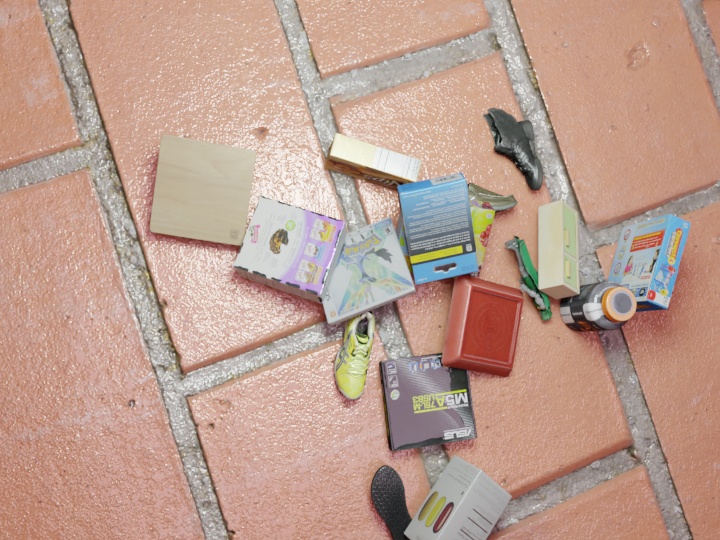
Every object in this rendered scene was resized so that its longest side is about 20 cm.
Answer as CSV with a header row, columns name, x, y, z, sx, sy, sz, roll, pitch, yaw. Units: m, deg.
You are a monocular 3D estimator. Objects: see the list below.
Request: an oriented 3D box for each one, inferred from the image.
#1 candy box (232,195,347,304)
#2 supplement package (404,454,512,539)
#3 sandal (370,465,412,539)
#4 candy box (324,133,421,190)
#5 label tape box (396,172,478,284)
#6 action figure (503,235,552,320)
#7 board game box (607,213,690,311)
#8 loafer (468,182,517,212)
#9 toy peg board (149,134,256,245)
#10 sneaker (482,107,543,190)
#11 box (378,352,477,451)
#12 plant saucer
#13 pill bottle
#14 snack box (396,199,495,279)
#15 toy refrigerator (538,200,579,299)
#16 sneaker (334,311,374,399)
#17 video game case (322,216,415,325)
name,x,y,z,sx,sy,sz,roll,pitch,yaw
candy box,-0.147,-0.045,1.576,0.197,0.072,0.170,18,74,7
supplement package,0.205,0.518,1.574,0.109,0.113,0.201,41,77,-22
sandal,0.069,0.513,1.605,0.074,0.048,0.204,-21,100,-13
candy box,0.025,-0.233,1.634,0.196,0.115,0.056,16,83,-8
label tape box,0.162,-0.088,1.560,0.141,0.063,0.204,-11,111,-1
action figure,0.386,0.024,1.688,0.054,0.118,0.202,-25,99,14
board game box,0.637,-0.010,1.674,0.055,0.200,0.199,20,82,-8
loafer,0.262,-0.167,1.689,0.196,0.075,0.071,-1,88,-10
toy peg board,-0.332,-0.172,1.591,0.196,0.098,0.203,9,98,-8
sneaker,0.354,-0.280,1.727,0.102,0.060,0.204,-6,80,-11
box,0.147,0.284,1.637,0.196,0.048,0.197,-5,83,-10
plant saucer,0.280,0.124,1.643,0.197,0.036,0.204,14,84,-31
pill bottle,0.528,0.080,1.645,0.104,0.200,0.109,1,84,-9
snack box,0.178,-0.076,1.636,0.196,0.068,0.172,8,111,-7
toy refrigerator,0.448,-0.047,1.675,0.075,0.069,0.204,25,62,-40
sneaker,-0.012,0.174,1.598,0.074,0.076,0.204,6,84,-10
video game case,0.000,0.000,1.591,0.197,0.022,0.185,-21,64,7
